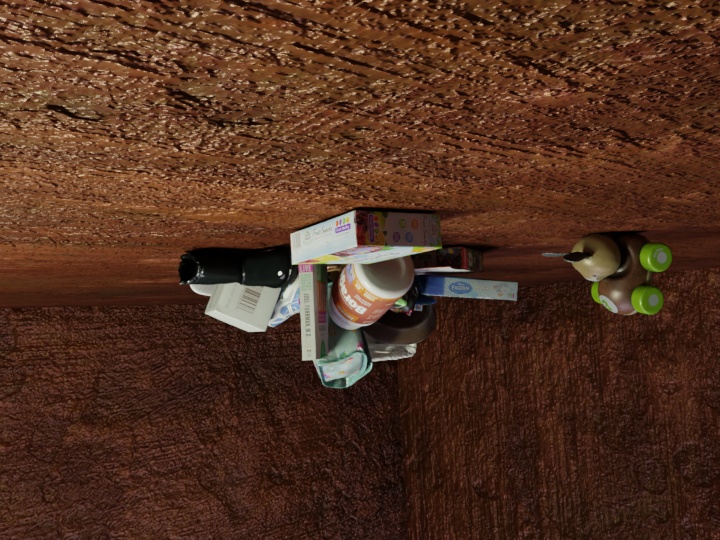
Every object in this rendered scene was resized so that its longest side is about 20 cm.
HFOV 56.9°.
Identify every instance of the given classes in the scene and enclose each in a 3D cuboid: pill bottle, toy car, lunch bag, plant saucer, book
[{"bbox_3d":[0.010,0.033,1.198,0.111,0.114,0.200,-1,155,-23],"label":"pill bottle"},{"bbox_3d":[0.459,-0.005,1.284,0.197,0.160,0.164,10,-177,-14],"label":"toy car"},{"bbox_3d":[-0.050,0.138,1.371,0.120,0.172,0.201,-16,155,-3],"label":"lunch bag"},{"bbox_3d":[0.080,0.083,1.515,0.197,0.202,0.035,-2,134,-15],"label":"plant saucer"},{"bbox_3d":[-0.088,0.056,1.195,0.047,0.203,0.134,-3,176,4],"label":"book"}]

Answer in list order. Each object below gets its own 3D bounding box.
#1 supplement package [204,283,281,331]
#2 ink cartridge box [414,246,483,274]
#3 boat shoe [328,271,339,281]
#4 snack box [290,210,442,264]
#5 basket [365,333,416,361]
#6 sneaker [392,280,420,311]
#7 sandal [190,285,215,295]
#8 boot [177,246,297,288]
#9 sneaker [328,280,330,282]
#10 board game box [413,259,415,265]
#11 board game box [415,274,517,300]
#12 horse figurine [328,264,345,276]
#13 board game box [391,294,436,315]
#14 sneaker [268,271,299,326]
[{"bbox_3d":[-0.256,0.059,1.441,0.116,0.118,0.200,23,168,-15],"label":"supplement package"},{"bbox_3d":[0.174,-0.021,1.383,0.108,0.051,0.199,-3,175,29],"label":"ink cartridge box"},{"bbox_3d":[0.000,0.000,1.458,0.198,0.066,0.072,4,-154,-47],"label":"boat shoe"},{"bbox_3d":[0.003,-0.044,0.960,0.140,0.054,0.199,-2,175,-31],"label":"snack box"},{"bbox_3d":[0.019,0.122,1.676,0.196,0.203,0.160,0,178,-39],"label":"basket"},{"bbox_3d":[0.076,0.033,1.352,0.083,0.077,0.201,34,-160,-11],"label":"sneaker"},{"bbox_3d":[-0.311,0.032,1.579,0.204,0.081,0.059,10,171,-31],"label":"sandal"},{"bbox_3d":[-0.225,-0.006,1.190,0.161,0.075,0.197,4,173,-37],"label":"boot"},{"bbox_3d":[-0.094,0.037,1.487,0.197,0.117,0.080,0,173,-28],"label":"sneaker"},{"bbox_3d":[0.052,-0.001,1.630,0.198,0.035,0.125,-6,175,37],"label":"board game box"},{"bbox_3d":[0.212,0.035,1.453,0.196,0.044,0.200,5,180,-12],"label":"board game box"},{"bbox_3d":[0.003,-0.018,1.307,0.131,0.051,0.199,-8,-179,-33],"label":"horse figurine"},{"bbox_3d":[0.064,0.073,1.435,0.197,0.040,0.158,7,-174,11],"label":"board game box"},{"bbox_3d":[-0.149,0.071,1.428,0.076,0.077,0.200,22,143,-15],"label":"sneaker"}]
